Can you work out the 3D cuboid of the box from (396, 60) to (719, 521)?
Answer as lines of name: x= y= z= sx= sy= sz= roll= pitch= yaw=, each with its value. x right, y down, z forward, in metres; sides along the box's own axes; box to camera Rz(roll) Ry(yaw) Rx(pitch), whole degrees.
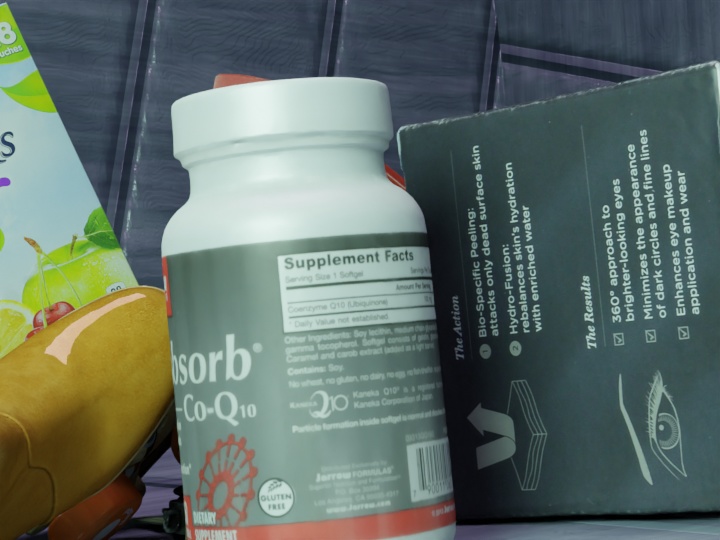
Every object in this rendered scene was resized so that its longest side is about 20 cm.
box: x=0.133 y=0.014 z=0.987 sx=0.199 sy=0.198 sz=0.117 roll=-8 pitch=-4 yaw=43

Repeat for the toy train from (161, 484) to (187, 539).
toy train: x=-0.023 y=0.117 z=1.048 sx=0.046 sy=0.034 sz=0.199 roll=6 pitch=7 yaw=41

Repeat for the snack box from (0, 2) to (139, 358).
snack box: x=-0.226 y=-0.011 z=0.962 sx=0.199 sy=0.169 sz=0.068 roll=-24 pitch=-3 yaw=-26

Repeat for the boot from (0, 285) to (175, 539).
boot: x=-0.141 y=0.072 z=0.829 sx=0.201 sy=0.071 sz=0.144 roll=-41 pitch=-2 yaw=-13

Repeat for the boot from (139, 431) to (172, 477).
boot: x=-0.132 y=0.066 z=1.175 sx=0.072 sy=0.200 sz=0.166 roll=36 pitch=9 yaw=15

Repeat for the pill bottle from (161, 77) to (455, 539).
pill bottle: x=-0.025 y=0.025 z=0.872 sx=0.115 sy=0.201 sz=0.116 roll=-6 pitch=-2 yaw=0

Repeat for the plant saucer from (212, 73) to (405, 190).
plant saucer: x=0.000 y=0.000 z=1.089 sx=0.037 sy=0.200 sz=0.200 roll=-36 pitch=-59 yaw=28

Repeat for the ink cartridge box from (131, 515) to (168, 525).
ink cartridge box: x=-0.028 y=0.107 z=1.185 sx=0.199 sy=0.060 sz=0.104 roll=-5 pitch=-2 yaw=-20

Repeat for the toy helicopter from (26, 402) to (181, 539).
toy helicopter: x=-0.121 y=0.090 z=1.036 sx=0.132 sy=0.079 sz=0.200 roll=-38 pitch=-11 yaw=-19
